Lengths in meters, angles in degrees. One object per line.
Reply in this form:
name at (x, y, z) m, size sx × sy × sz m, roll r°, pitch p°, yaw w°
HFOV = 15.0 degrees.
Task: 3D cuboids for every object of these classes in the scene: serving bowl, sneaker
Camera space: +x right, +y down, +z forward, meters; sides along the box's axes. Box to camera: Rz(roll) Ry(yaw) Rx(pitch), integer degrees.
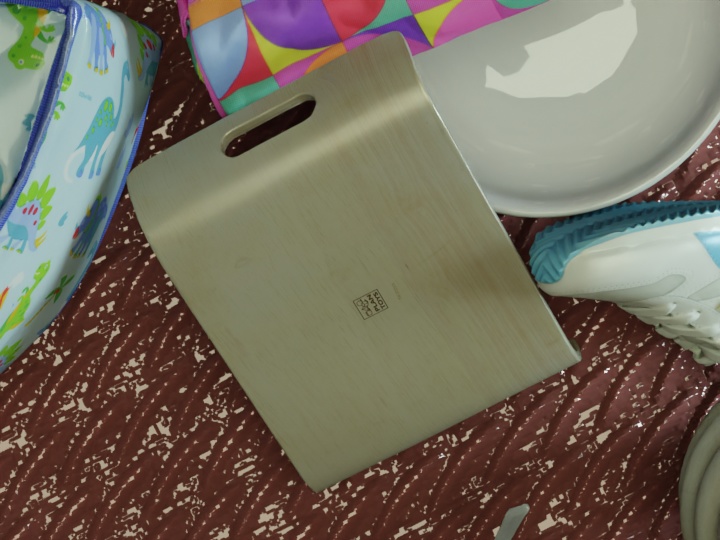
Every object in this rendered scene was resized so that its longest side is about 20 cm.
serving bowl at (0.088, -0.125, 1.300) m, size 0.199 × 0.066 × 0.201 m, roll 0°, pitch 90°, yaw 10°
sneaker at (0.167, 0.007, 1.285) m, size 0.199 × 0.076 × 0.081 m, roll -1°, pitch 95°, yaw -32°

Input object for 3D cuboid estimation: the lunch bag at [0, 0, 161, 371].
lunch bag at (-0.181, -0.033, 1.227) m, size 0.127 × 0.170 × 0.201 m, roll 16°, pitch 93°, yaw 10°

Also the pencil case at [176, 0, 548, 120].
pencil case at (0.012, -0.139, 1.237) m, size 0.199 × 0.088 × 0.089 m, roll -25°, pitch 94°, yaw 8°

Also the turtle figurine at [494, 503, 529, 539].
turtle figurine at (0.043, 0.224, 1.280) m, size 0.193 × 0.200 × 0.144 m, roll -31°, pitch 60°, yaw 1°

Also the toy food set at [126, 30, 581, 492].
toy food set at (0.000, 0.000, 1.268) m, size 0.143 × 0.061 × 0.200 m, roll -27°, pitch 122°, yaw 9°

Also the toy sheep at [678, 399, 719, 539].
toy sheep at (0.212, 0.110, 1.259) m, size 0.137 × 0.200 × 0.139 m, roll -1°, pitch 99°, yaw -4°
